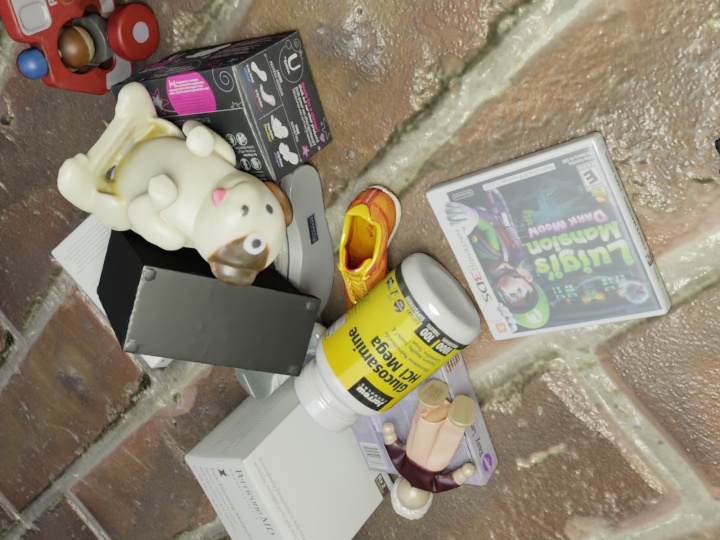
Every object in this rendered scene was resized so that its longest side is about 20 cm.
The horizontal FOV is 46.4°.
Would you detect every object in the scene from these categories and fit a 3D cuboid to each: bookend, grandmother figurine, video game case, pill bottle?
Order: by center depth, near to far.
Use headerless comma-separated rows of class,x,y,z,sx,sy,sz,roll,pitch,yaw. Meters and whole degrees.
video game case,0.179,-0.024,0.829,0.199,0.023,0.183,-14,109,43
pill bottle,0.024,0.084,0.912,0.200,0.112,0.113,-43,89,21
bookend,-0.179,0.029,0.949,0.200,0.197,0.093,33,108,60
grandmother figurine,0.074,0.219,0.986,0.121,0.060,0.202,34,133,27

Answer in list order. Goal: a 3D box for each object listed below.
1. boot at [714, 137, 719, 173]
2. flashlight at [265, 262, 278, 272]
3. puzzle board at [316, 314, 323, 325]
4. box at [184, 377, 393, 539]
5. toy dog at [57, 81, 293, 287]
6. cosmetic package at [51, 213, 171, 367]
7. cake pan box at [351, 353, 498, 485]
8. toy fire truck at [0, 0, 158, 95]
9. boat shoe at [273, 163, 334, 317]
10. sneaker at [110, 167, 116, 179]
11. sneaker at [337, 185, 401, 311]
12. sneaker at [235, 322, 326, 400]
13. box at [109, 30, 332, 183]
boot,0.341,-0.103,0.615,0.162,0.073,0.200,-17,108,47
flashlight,-0.138,-0.027,1.022,0.068,0.067,0.202,36,150,62
puzzle board,-0.120,0.027,1.107,0.149,0.017,0.202,9,124,35
box,-0.088,0.266,1.112,0.130,0.200,0.201,-11,111,43
toy dog,-0.169,-0.062,0.841,0.198,0.140,0.195,24,149,21
cosmetic package,-0.291,0.019,1.094,0.200,0.101,0.071,48,177,5
cake pan box,0.060,0.171,1.038,0.183,0.052,0.202,-4,115,42
toy fire truck,-0.331,-0.294,0.946,0.111,0.168,0.202,13,126,31
boat shoe,-0.081,-0.034,0.995,0.065,0.072,0.202,17,130,34
sneaker,-0.238,-0.075,1.070,0.201,0.077,0.111,53,150,2
sneaker,0.000,0.000,0.951,0.072,0.077,0.202,18,130,26
sneaker,-0.089,0.097,1.057,0.071,0.080,0.200,51,142,-4
box,-0.151,-0.172,0.925,0.198,0.115,0.133,2,123,38
